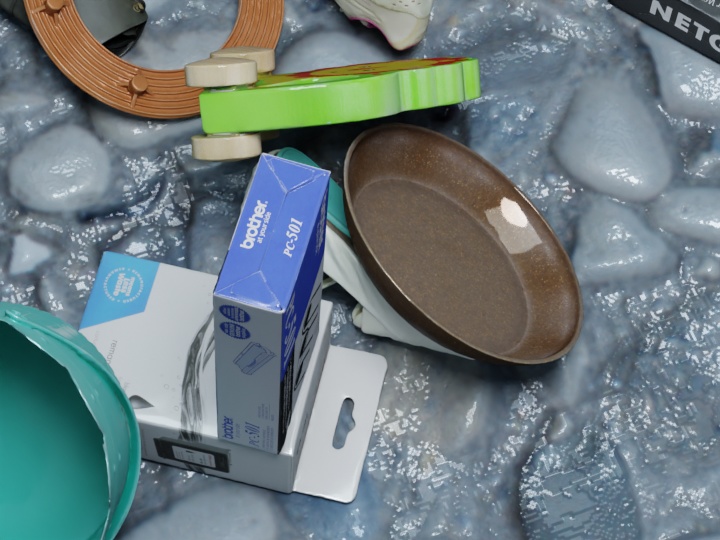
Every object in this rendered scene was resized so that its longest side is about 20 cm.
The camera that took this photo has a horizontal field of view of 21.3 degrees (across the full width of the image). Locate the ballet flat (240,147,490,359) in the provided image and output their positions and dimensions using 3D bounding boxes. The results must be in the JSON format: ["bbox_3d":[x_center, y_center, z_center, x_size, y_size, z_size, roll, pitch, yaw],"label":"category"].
[{"bbox_3d":[0.000,0.000,1.297,0.200,0.069,0.070,41,66,-4],"label":"ballet flat"}]

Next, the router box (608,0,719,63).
[{"bbox_3d":[0.308,-0.219,1.439,0.199,0.051,0.150,32,67,15],"label":"router box"}]

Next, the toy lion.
[{"bbox_3d":[-0.013,-0.122,1.308,0.190,0.200,0.069,-4,99,4],"label":"toy lion"}]

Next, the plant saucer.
[{"bbox_3d":[0.061,-0.011,1.281,0.199,0.037,0.201,28,37,-23],"label":"plant saucer"}]

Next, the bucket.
[{"bbox_3d":[-0.232,0.115,1.148,0.205,0.135,0.209,1,97,4],"label":"bucket"}]

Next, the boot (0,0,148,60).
[{"bbox_3d":[-0.180,-0.239,1.431,0.200,0.078,0.138,-43,77,-12],"label":"boot"}]

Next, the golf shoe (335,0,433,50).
[{"bbox_3d":[-0.015,-0.230,1.425,0.075,0.092,0.200,-27,42,-23],"label":"golf shoe"}]

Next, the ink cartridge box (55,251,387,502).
[{"bbox_3d":[-0.087,0.070,1.258,0.198,0.067,0.117,12,62,4],"label":"ink cartridge box"}]

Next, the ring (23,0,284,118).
[{"bbox_3d":[-0.148,-0.209,1.393,0.199,0.019,0.202,6,73,-21],"label":"ring"}]

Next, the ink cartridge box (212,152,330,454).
[{"bbox_3d":[-0.053,0.025,1.131,0.044,0.200,0.095,15,62,5],"label":"ink cartridge box"}]
